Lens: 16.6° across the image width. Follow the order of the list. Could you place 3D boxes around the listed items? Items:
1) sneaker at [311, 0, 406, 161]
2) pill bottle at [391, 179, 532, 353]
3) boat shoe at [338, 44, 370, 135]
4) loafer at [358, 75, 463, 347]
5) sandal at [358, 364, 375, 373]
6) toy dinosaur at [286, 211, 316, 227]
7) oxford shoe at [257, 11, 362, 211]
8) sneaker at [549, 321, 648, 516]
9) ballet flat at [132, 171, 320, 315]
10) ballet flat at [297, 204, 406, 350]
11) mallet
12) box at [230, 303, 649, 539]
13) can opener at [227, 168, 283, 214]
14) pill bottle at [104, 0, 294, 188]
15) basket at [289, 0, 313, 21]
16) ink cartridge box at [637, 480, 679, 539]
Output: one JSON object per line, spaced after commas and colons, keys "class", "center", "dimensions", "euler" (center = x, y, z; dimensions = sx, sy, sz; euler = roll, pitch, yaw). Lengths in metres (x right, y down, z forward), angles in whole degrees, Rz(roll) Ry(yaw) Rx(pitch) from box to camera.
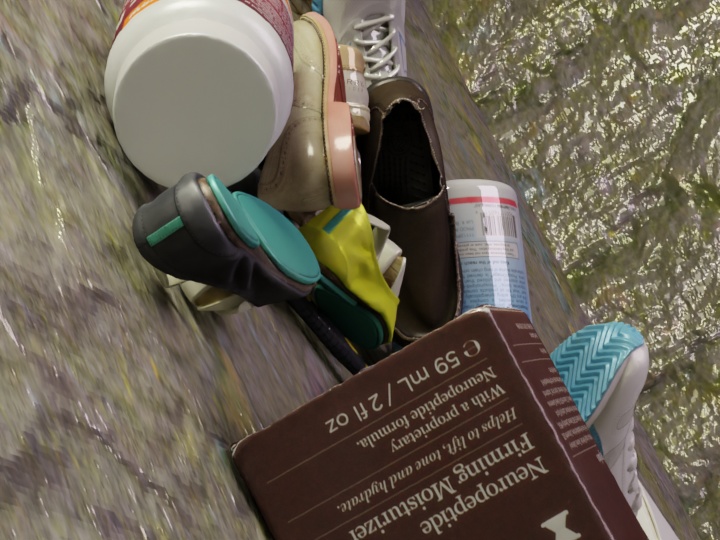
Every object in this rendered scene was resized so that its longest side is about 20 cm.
{"class": "sneaker", "center": [0.011, -0.151, 1.831], "dimensions": [0.087, 0.075, 0.201], "euler": [52, -30, 43]}
{"class": "pill bottle", "center": [0.075, 0.040, 1.854], "dimensions": [0.109, 0.108, 0.201], "euler": [32, 51, -72]}
{"class": "boat shoe", "center": [-0.037, -0.135, 1.792], "dimensions": [0.200, 0.073, 0.070], "euler": [-170, -95, -68]}
{"class": "loafer", "center": [0.031, -0.038, 1.765], "dimensions": [0.071, 0.072, 0.201], "euler": [-103, -178, -86]}
{"class": "sandal", "center": [0.017, 0.097, 1.645], "dimensions": [0.206, 0.059, 0.080], "euler": [-26, 104, -61]}
{"class": "toy dinosaur", "center": [-0.042, -0.054, 1.846], "dimensions": [0.101, 0.058, 0.200], "euler": [46, 6, 5]}
{"class": "oxford shoe", "center": [-0.044, -0.108, 1.618], "dimensions": [0.200, 0.073, 0.071], "euler": [-100, -179, -57]}
{"class": "sneaker", "center": [0.146, 0.120, 1.597], "dimensions": [0.080, 0.201, 0.077], "euler": [11, 31, -20]}
{"class": "ballet flat", "center": [-0.080, -0.011, 1.392], "dimensions": [0.073, 0.073, 0.200], "euler": [63, 8, 13]}
{"class": "ballet flat", "center": [0.000, 0.000, 1.701], "dimensions": [0.067, 0.067, 0.200], "euler": [32, -9, 18]}
{"class": "mallet", "center": [0.005, 0.078, 1.710], "dimensions": [0.200, 0.041, 0.066], "euler": [47, 12, -42]}
{"class": "box", "center": [0.058, 0.143, 1.369], "dimensions": [0.201, 0.165, 0.164], "euler": [61, 8, 7]}
{"class": "can opener", "center": [-0.059, -0.053, 1.640], "dimensions": [0.053, 0.067, 0.200], "euler": [57, 9, -17]}
{"class": "pill bottle", "center": [-0.097, -0.123, 1.500], "dimensions": [0.115, 0.114, 0.200], "euler": [58, 9, -18]}
{"class": "basket", "center": [-0.077, -0.227, 1.900], "dimensions": [0.200, 0.123, 0.136], "euler": [53, 12, -36]}
{"class": "ink cartridge box", "center": [0.184, 0.263, 1.774], "dimensions": [0.200, 0.146, 0.085], "euler": [53, 13, -38]}
